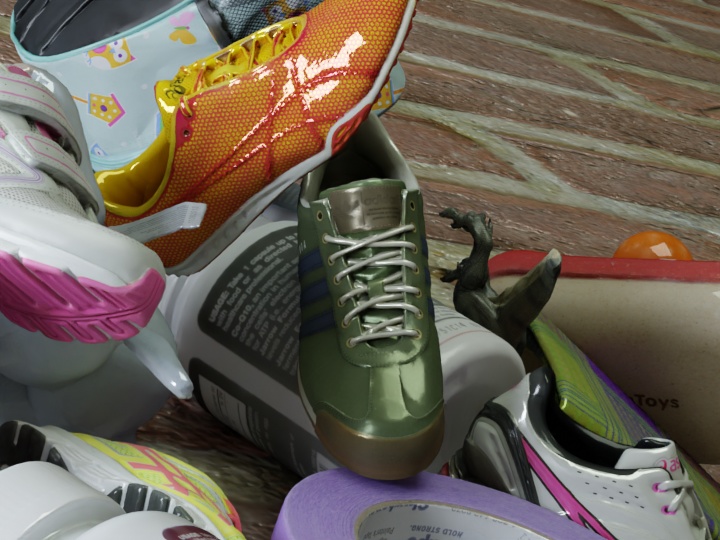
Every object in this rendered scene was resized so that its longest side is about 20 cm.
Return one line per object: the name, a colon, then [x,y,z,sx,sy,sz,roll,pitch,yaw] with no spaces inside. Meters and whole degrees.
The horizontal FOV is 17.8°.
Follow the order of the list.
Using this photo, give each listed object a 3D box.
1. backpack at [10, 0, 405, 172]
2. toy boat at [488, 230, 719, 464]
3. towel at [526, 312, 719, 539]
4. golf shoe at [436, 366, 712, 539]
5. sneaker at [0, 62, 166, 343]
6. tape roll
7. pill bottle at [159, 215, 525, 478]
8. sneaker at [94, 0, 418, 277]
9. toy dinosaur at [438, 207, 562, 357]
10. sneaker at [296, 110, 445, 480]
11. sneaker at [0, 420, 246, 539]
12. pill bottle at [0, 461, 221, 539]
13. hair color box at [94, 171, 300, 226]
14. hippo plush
backpack: [-0.082,-0.132,1.245,0.199,0.154,0.176,-22,30,-3]
toy boat: [0.160,0.029,1.333,0.199,0.131,0.131,3,41,18]
towel: [0.159,0.107,1.220,0.200,0.023,0.144,43,11,-20]
golf shoe: [0.135,0.130,1.098,0.200,0.092,0.073,36,19,4]
sneaker: [-0.150,-0.042,0.942,0.200,0.088,0.081,29,-16,29]
tape roll: [0.051,0.159,0.989,0.199,0.066,0.200,19,16,-6]
pill bottle: [-0.022,0.044,1.191,0.200,0.114,0.114,32,20,35]
sneaker: [-0.051,-0.078,1.092,0.077,0.200,0.073,39,17,-25]
toy dinosaur: [0.066,0.019,1.216,0.047,0.200,0.088,-3,55,-21]
sneaker: [0.000,0.000,1.080,0.067,0.090,0.200,-4,38,-3]
sneaker: [-0.075,0.117,0.957,0.090,0.078,0.200,8,19,-42]
pill bottle: [-0.059,0.152,0.800,0.200,0.110,0.109,29,18,28]
hair color box: [-0.103,-0.017,1.320,0.199,0.099,0.061,21,17,3]
hippo plush: [-0.143,0.004,1.063,0.199,0.160,0.161,-2,-19,15]
